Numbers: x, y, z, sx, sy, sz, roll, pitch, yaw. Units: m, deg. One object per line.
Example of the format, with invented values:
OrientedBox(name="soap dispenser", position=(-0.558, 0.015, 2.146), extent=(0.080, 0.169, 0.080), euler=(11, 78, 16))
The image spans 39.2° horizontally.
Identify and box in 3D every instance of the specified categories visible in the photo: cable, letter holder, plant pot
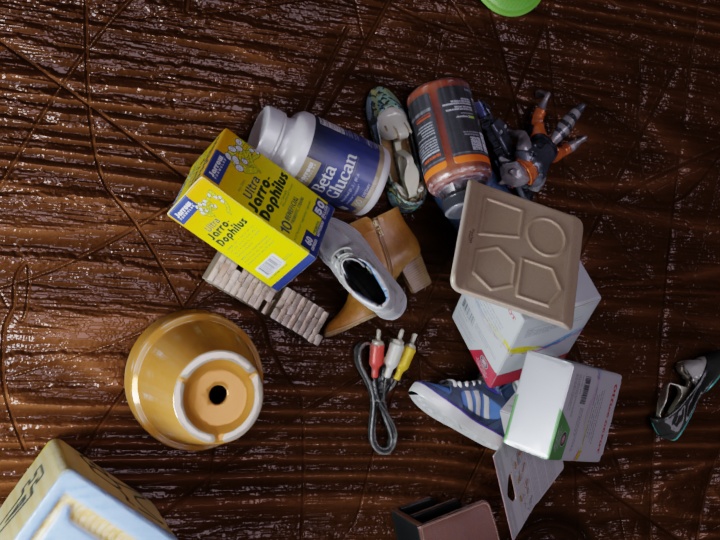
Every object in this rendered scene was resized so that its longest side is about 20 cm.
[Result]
OrientedBox(name="cable", position=(0.031, 0.189, 1.587), extent=(0.096, 0.050, 0.203), euler=(8, 89, -21))
OrientedBox(name="letter holder", position=(0.149, 0.470, 1.625), extent=(0.140, 0.100, 0.203), euler=(-14, 98, -22))
OrientedBox(name="plant pot", position=(-0.218, 0.163, 1.414), extent=(0.197, 0.183, 0.203), euler=(-1, 93, -22))

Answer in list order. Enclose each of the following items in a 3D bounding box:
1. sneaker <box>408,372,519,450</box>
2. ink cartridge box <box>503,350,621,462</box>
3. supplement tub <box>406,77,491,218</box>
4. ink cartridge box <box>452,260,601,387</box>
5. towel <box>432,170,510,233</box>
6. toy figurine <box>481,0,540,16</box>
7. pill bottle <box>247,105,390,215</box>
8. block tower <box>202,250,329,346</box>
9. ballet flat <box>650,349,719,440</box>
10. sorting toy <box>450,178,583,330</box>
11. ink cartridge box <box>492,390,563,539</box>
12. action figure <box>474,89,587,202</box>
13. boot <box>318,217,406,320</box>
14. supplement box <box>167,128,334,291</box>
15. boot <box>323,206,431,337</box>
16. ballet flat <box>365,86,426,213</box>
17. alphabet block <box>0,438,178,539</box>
OrientedBox(name="sneaker", position=(0.184, 0.186, 1.641), extent=(0.199, 0.080, 0.148), euler=(33, 73, -17))
OrientedBox(name="ink cartridge box", position=(0.316, 0.213, 1.563), extent=(0.199, 0.083, 0.147), euler=(16, 89, -53))
OrientedBox(name="supplement tub", position=(0.140, -0.185, 1.550), extent=(0.105, 0.107, 0.203), euler=(-6, 73, -21))
OrientedBox(name="ink cartridge box", position=(0.253, 0.056, 1.568), extent=(0.143, 0.201, 0.146), euler=(-14, 59, -19))
OrientedBox(name="towel", position=(0.207, -0.084, 1.646), extent=(0.112, 0.048, 0.201), euler=(-44, 108, -14))
OrientedBox(name="toy figurine", position=(0.301, -0.493, 1.589), extent=(0.197, 0.184, 0.153), euler=(-7, 95, -22))
OrientedBox(name="pill bottle", position=(-0.064, -0.167, 1.498), extent=(0.198, 0.111, 0.112), euler=(21, 85, -21))
OrientedBox(name="block tower", position=(-0.139, 0.039, 1.509), extent=(0.199, 0.054, 0.058), euler=(35, 81, -20))
OrientedBox(name="ballet flat", position=(0.585, 0.209, 1.806), extent=(0.068, 0.068, 0.201), euler=(38, 78, -10))
OrientedBox(name="sorting toy", position=(0.227, -0.022, 1.458), extent=(0.198, 0.037, 0.187), euler=(20, 60, -12))
OrientedBox(name="ink cartridge box", position=(0.258, 0.301, 1.623), extent=(0.176, 0.044, 0.202), euler=(-43, 132, -34))
OrientedBox(name="action figure", position=(0.274, -0.215, 1.630), extent=(0.201, 0.104, 0.194), euler=(52, 58, -22))
OrientedBox(name="boot", position=(-0.011, -0.013, 1.488), extent=(0.074, 0.096, 0.200), euler=(-46, 71, 2))
OrientedBox(name="supplement box", position=(-0.154, -0.085, 1.443), extent=(0.199, 0.109, 0.110), euler=(35, 46, -18))
OrientedBox(name="boot", position=(0.001, 0.000, 1.566), extent=(0.200, 0.071, 0.145), euler=(-30, 90, -9))
OrientedBox(name="ballet flat", position=(0.062, -0.190, 1.571), extent=(0.073, 0.074, 0.203), euler=(-21, 100, -19))
OrientedBox(name="alphabet block", position=(-0.385, 0.371, 1.350), extent=(0.195, 0.200, 0.197), euler=(41, 78, -18))
